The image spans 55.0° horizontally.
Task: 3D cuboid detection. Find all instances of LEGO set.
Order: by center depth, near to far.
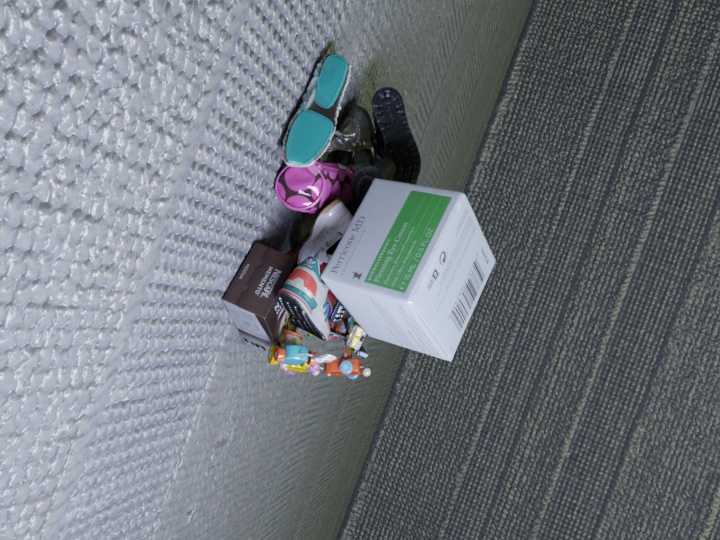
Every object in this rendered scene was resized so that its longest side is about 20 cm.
[{"bbox_3d":[-0.018,0.069,1.316,0.201,0.153,0.116,-57,-162,3],"label":"LEGO set"}]

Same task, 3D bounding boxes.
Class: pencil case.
[{"bbox_3d":[-0.069,-0.145,1.162,0.093,0.091,0.200,-36,177,16],"label":"pencil case"}]

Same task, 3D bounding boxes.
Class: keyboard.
[{"bbox_3d":[0.000,0.000,1.212,0.202,0.020,0.127,-64,173,4],"label":"keyboard"}]

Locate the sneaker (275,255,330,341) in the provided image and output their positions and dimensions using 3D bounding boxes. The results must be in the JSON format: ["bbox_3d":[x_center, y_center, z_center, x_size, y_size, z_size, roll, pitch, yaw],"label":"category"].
[{"bbox_3d":[-0.072,0.044,1.106,0.094,0.070,0.200,-60,162,-15],"label":"sneaker"}]

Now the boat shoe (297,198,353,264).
[{"bbox_3d":[-0.055,-0.043,1.200,0.071,0.069,0.200,-43,172,-29],"label":"boat shoe"}]

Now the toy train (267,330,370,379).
[{"bbox_3d":[-0.069,0.139,1.148,0.200,0.148,0.056,51,39,-67],"label":"toy train"}]

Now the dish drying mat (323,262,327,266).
[{"bbox_3d":[-0.021,0.010,1.409,0.199,0.018,0.077,24,94,-45],"label":"dish drying mat"}]

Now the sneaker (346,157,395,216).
[{"bbox_3d":[0.012,-0.113,1.215,0.091,0.076,0.201,-46,171,-47],"label":"sneaker"}]

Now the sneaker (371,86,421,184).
[{"bbox_3d":[0.065,-0.240,1.300,0.088,0.075,0.203,-116,-163,-79],"label":"sneaker"}]

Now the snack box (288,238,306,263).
[{"bbox_3d":[-0.097,-0.032,1.345,0.200,0.024,0.073,-50,158,-57],"label":"snack box"}]

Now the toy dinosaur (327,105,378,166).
[{"bbox_3d":[-0.002,-0.258,1.272,0.201,0.076,0.103,-65,152,-48],"label":"toy dinosaur"}]

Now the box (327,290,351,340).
[{"bbox_3d":[-0.068,0.085,1.485,0.101,0.095,0.200,-68,167,1],"label":"box"}]

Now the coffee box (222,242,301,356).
[{"bbox_3d":[-0.149,0.058,1.147,0.201,0.079,0.114,83,32,-63],"label":"coffee box"}]

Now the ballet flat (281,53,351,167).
[{"bbox_3d":[-0.066,-0.242,1.081,0.072,0.071,0.202,67,45,-71],"label":"ballet flat"}]

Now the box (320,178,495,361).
[{"bbox_3d":[0.082,-0.003,1.093,0.200,0.170,0.200,-62,143,-20],"label":"box"}]

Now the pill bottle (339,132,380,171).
[{"bbox_3d":[0.021,-0.197,1.382,0.200,0.115,0.117,-51,157,-55],"label":"pill bottle"}]
